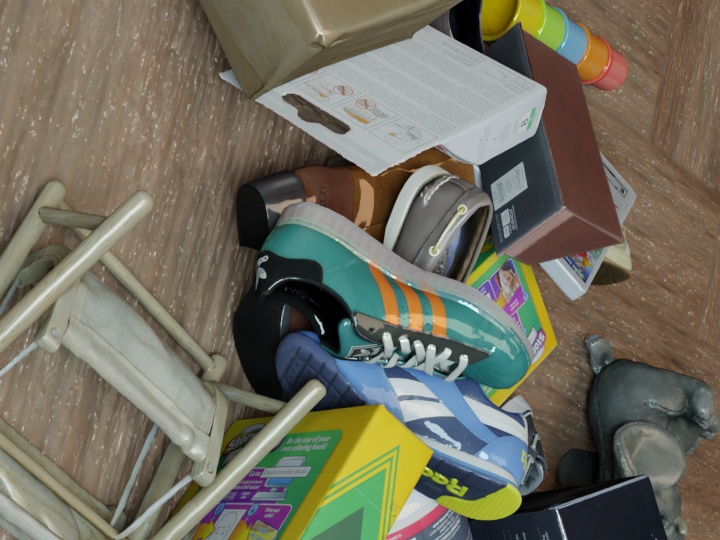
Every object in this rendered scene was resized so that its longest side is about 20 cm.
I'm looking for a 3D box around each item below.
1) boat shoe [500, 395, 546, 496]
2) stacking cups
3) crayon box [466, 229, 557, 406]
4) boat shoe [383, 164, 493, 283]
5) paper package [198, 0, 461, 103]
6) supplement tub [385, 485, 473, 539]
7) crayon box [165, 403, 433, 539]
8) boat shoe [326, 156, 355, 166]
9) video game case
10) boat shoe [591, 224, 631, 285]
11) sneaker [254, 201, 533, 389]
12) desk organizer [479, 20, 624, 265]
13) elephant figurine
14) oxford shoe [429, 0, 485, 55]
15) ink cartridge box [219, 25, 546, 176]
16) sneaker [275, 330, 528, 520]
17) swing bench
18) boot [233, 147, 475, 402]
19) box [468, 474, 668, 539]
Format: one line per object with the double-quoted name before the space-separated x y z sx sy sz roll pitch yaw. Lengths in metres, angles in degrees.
"boat shoe" 0.124 0.158 1.063 0.072 0.068 0.200 -48 171 11
"stacking cups" 0.185 -0.215 1.172 0.199 0.060 0.061 12 82 -44
"crayon box" 0.079 0.065 1.077 0.200 0.058 0.120 -40 117 -37
"boat shoe" 0.040 0.027 0.925 0.072 0.059 0.202 6 108 -49
"paper package" -0.035 -0.248 0.892 0.190 0.103 0.201 -28 92 -41
"supplement tub" 0.025 0.238 0.970 0.140 0.140 0.202 -31 112 -40
"crayon box" -0.064 0.177 0.837 0.058 0.199 0.173 45 61 -19
"boat shoe" 0.041 -0.054 1.045 0.199 0.073 0.063 -1 118 -44
"video game case" 0.171 -0.075 1.112 0.143 0.018 0.200 49 36 -5
"boat shoe" 0.187 -0.045 1.177 0.199 0.072 0.066 24 62 -42
"sneaker" 0.019 0.037 0.844 0.199 0.071 0.080 29 57 -4
"desk organizer" 0.145 -0.096 1.028 0.077 0.072 0.201 24 44 -34
"elephant figurine" 0.261 0.191 1.200 0.201 0.154 0.142 -58 150 -37
"oxford shoe" 0.069 -0.255 1.049 0.071 0.072 0.202 -22 106 -41
"ink cartridge box" 0.017 -0.123 0.942 0.199 0.160 0.050 -31 143 -38
"sneaker" 0.032 0.095 0.891 0.199 0.074 0.083 32 53 -5
"swing bench" -0.164 0.085 0.795 0.201 0.129 0.199 -54 126 -22
"boot" 0.000 0.000 0.961 0.199 0.068 0.190 -15 110 -35
"box" 0.164 0.280 1.014 0.103 0.182 0.202 -11 82 -33
